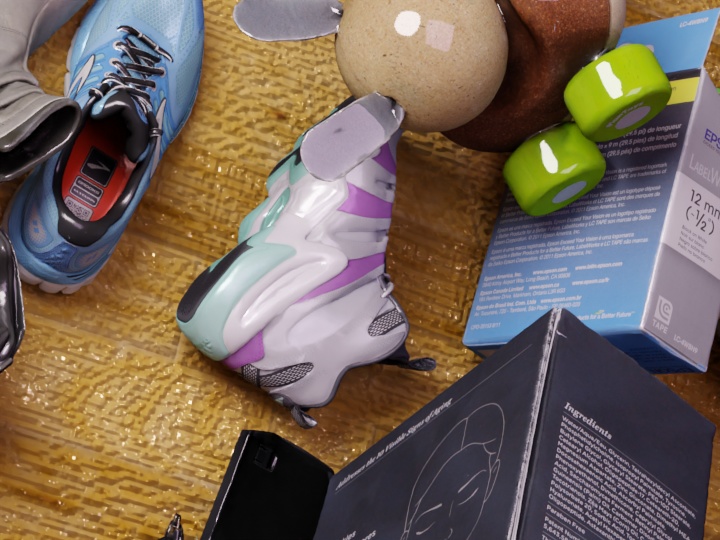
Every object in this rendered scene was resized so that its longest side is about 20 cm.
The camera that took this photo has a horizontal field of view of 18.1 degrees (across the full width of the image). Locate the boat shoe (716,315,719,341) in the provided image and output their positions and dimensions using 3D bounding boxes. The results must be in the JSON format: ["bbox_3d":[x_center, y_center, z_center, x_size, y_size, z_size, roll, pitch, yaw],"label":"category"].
[{"bbox_3d":[0.257,0.058,1.382,0.072,0.060,0.202,-37,94,-28],"label":"boat shoe"}]

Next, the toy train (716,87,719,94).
[{"bbox_3d":[0.220,-0.078,1.410,0.056,0.042,0.200,46,64,3],"label":"toy train"}]

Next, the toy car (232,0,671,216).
[{"bbox_3d":[0.033,-0.112,1.210,0.199,0.158,0.165,-18,70,-31],"label":"toy car"}]

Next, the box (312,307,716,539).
[{"bbox_3d":[0.066,0.162,1.158,0.124,0.200,0.197,35,40,-19],"label":"box"}]

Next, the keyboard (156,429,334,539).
[{"bbox_3d":[-0.085,0.178,1.226,0.104,0.039,0.201,37,63,-37],"label":"keyboard"}]

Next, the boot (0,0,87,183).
[{"bbox_3d":[-0.183,-0.100,1.183,0.200,0.130,0.068,-41,138,-21],"label":"boot"}]

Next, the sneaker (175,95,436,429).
[{"bbox_3d":[0.000,0.000,1.281,0.140,0.078,0.200,43,69,-15],"label":"sneaker"}]

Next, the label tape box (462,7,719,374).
[{"bbox_3d":[0.150,-0.040,1.305,0.066,0.143,0.201,32,66,-34],"label":"label tape box"}]

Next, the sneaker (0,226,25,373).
[{"bbox_3d":[-0.228,0.063,1.138,0.076,0.111,0.201,26,69,-16],"label":"sneaker"}]

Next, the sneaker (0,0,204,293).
[{"bbox_3d":[-0.125,-0.084,1.229,0.078,0.090,0.201,24,68,-17],"label":"sneaker"}]
